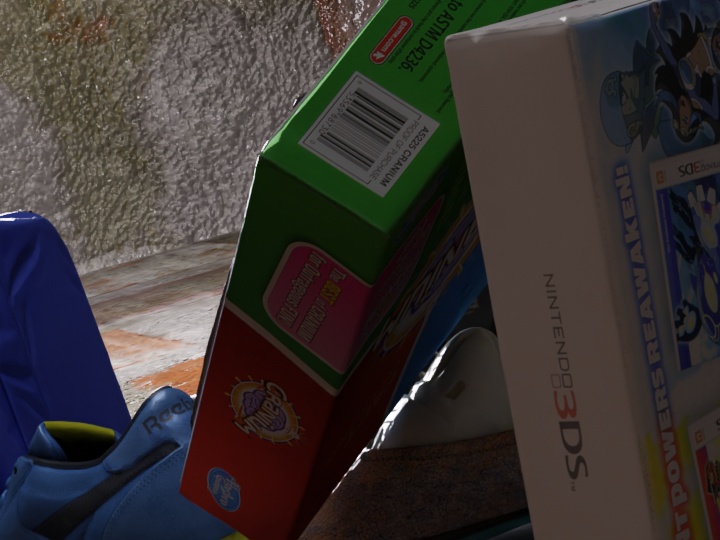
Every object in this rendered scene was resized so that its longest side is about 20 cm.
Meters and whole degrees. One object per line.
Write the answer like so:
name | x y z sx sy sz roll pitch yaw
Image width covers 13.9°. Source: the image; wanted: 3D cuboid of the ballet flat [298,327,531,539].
ballet flat | 0.063 0.045 0.947 0.199 0.067 0.068 -15 5 -4

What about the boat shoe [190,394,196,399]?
boat shoe | -0.004 0.055 1.331 0.200 0.072 0.060 -13 49 46

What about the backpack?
backpack | -0.215 0.074 1.205 0.199 0.163 0.168 -21 -8 24

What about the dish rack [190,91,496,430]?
dish rack | 0.000 0.000 1.022 0.054 0.154 0.200 24 17 27

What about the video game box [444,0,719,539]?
video game box | 0.106 0.017 0.796 0.047 0.201 0.182 -4 10 37

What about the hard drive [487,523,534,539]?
hard drive | 0.028 0.109 0.944 0.139 0.038 0.200 -19 6 -41

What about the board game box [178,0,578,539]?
board game box | 0.015 -0.022 0.852 0.153 0.040 0.200 -52 -10 -29

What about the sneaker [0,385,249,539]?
sneaker | -0.107 0.097 1.085 0.066 0.079 0.200 -23 -5 -43

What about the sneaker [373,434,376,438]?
sneaker | -0.012 0.087 1.172 0.104 0.060 0.200 -9 2 35
